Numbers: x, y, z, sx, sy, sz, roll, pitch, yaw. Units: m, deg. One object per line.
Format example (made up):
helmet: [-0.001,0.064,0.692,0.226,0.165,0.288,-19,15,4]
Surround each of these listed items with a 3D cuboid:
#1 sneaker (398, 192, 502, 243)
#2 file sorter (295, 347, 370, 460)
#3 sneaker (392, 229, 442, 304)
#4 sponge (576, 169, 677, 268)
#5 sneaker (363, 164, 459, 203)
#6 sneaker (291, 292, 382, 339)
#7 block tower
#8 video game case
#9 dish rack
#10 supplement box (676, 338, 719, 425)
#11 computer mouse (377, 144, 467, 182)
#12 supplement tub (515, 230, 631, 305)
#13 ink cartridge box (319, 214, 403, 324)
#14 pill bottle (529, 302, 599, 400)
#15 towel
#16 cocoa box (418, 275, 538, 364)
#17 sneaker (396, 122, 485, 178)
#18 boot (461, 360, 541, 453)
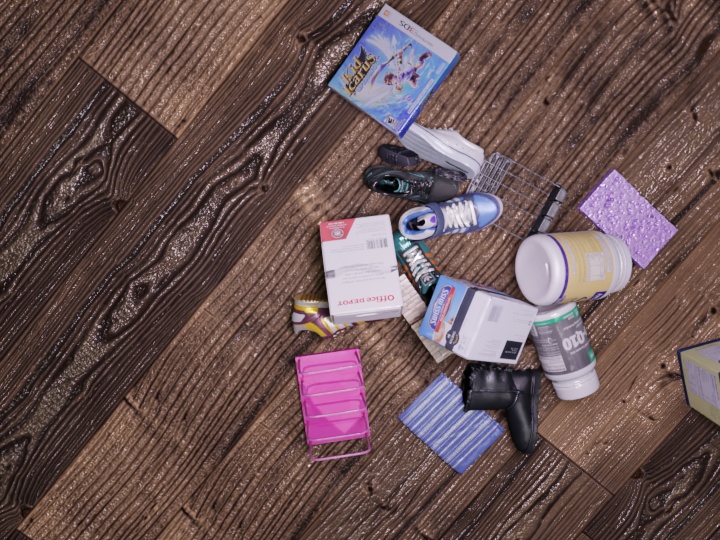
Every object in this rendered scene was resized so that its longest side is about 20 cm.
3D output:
sneaker: [0.174,-0.102,1.536,0.200,0.146,0.081,-7,99,22]
file sorter: [-0.056,0.282,1.620,0.139,0.125,0.200,-8,99,-3]
sneaker: [0.134,0.001,1.611,0.071,0.080,0.200,-34,100,3]
sponge: [0.571,-0.109,1.650,0.200,0.030,0.112,41,94,-8]
sneaker: [0.106,-0.169,1.582,0.200,0.079,0.076,4,109,-4]
sneaker: [-0.045,0.102,1.626,0.200,0.075,0.090,6,107,2]
block tower: [0.125,0.099,1.640,0.054,0.058,0.200,-35,98,2]
video game case: [0.065,-0.397,1.536,0.181,0.045,0.200,37,95,12]
dish rack: [0.321,-0.149,1.617,0.200,0.055,0.154,27,95,-6]
supplement box: [0.820,0.229,1.633,0.200,0.200,0.134,-15,100,-1]
computer mouse: [0.122,-0.210,1.559,0.200,0.059,0.034,25,117,24]
supplement tub: [0.436,-0.008,1.579,0.200,0.145,0.146,-5,100,-24]
ink cartridge box: [0.000,0.000,1.562,0.147,0.083,0.200,-7,72,-2]
pill bottle: [0.433,0.165,1.641,0.113,0.113,0.200,-22,100,0]
towel: [0.202,0.339,1.702,0.200,0.024,0.145,43,95,-7]
cocoa box: [0.240,0.101,1.563,0.200,0.131,0.134,13,101,-49]
sneaker: [0.163,-0.262,1.587,0.200,0.073,0.071,31,64,-2]
boot: [0.300,0.292,1.666,0.162,0.073,0.199,6,89,-10]
